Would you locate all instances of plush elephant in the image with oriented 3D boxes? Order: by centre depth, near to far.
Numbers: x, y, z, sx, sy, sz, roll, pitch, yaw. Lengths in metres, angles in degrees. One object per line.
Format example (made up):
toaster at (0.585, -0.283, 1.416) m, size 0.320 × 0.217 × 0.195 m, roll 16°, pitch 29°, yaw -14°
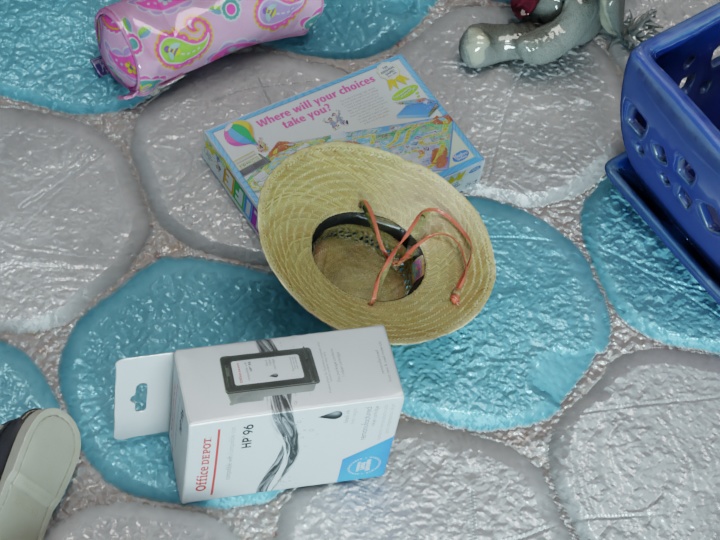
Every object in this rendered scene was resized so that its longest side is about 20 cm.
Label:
plush elephant at (0.186, -0.270, 1.662) m, size 0.199 × 0.155 × 0.166 m, roll 11°, pitch 54°, yaw 0°

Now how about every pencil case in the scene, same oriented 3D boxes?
pencil case at (-0.132, -0.216, 1.621) m, size 0.199 × 0.088 × 0.088 m, roll -25°, pitch 62°, yaw -23°

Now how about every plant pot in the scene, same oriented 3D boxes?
plant pot at (0.328, -0.096, 1.548) m, size 0.199 × 0.180 × 0.200 m, roll -27°, pitch 64°, yaw -25°

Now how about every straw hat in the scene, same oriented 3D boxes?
straw hat at (0.000, 0.000, 1.486) m, size 0.200 × 0.085 × 0.202 m, roll 12°, pitch 53°, yaw -17°

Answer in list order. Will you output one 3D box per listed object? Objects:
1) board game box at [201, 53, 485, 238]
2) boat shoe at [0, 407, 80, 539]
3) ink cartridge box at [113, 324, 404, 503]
board game box at (-0.014, -0.095, 1.582) m, size 0.199 × 0.034 × 0.135 m, roll -24°, pitch 62°, yaw -23°
boat shoe at (-0.269, 0.186, 1.341) m, size 0.062 × 0.073 × 0.201 m, roll -5°, pitch 47°, yaw 42°
ink cartridge box at (-0.077, 0.108, 1.377) m, size 0.199 × 0.116 × 0.068 m, roll -7°, pitch 55°, yaw -13°
